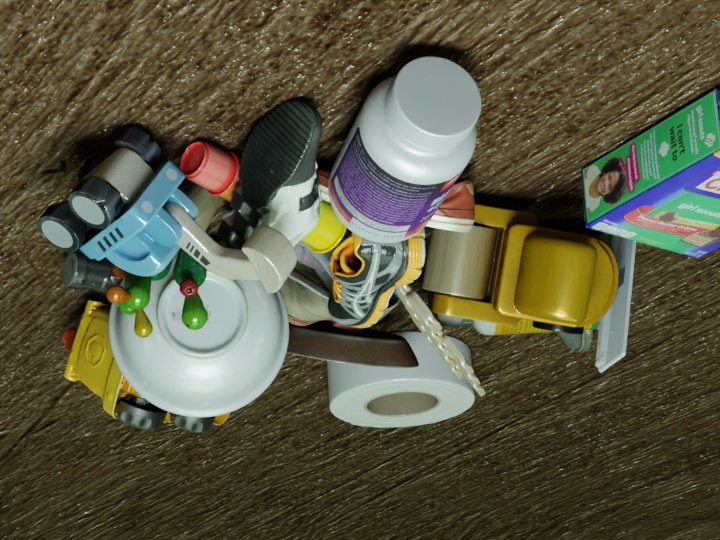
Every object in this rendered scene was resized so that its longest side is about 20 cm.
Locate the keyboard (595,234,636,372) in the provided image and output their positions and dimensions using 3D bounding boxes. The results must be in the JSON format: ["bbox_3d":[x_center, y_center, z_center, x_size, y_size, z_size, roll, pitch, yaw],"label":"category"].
[{"bbox_3d":[0.278,0.010,1.659,0.011,0.200,0.056,20,151,-19],"label":"keyboard"}]

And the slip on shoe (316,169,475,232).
[{"bbox_3d":[0.023,-0.087,1.581,0.199,0.061,0.074,11,-173,-5],"label":"slip on shoe"}]

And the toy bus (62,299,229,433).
[{"bbox_3d":[-0.264,0.105,1.884,0.192,0.136,0.200,21,-175,40],"label":"toy bus"}]

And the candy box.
[{"bbox_3d":[0.355,-0.095,1.579,0.169,0.077,0.200,13,150,-32],"label":"candy box"}]

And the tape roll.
[{"bbox_3d":[0.054,0.152,2.107,0.202,0.071,0.203,-4,157,-2],"label":"tape roll"}]

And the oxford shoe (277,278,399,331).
[{"bbox_3d":[-0.036,0.023,1.813,0.075,0.071,0.200,-26,159,35],"label":"oxford shoe"}]

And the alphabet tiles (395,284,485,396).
[{"bbox_3d":[0.073,0.058,1.765,0.015,0.196,0.200,-37,154,-3],"label":"alphabet tiles"}]

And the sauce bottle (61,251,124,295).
[{"bbox_3d":[-0.241,0.016,1.762,0.200,0.066,0.066,14,151,-35],"label":"sauce bottle"}]

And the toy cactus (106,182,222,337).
[{"bbox_3d":[-0.208,-0.029,1.590,0.165,0.200,0.102,-52,136,6],"label":"toy cactus"}]

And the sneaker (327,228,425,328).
[{"bbox_3d":[0.000,0.000,1.650,0.077,0.078,0.200,6,151,-21],"label":"sneaker"}]

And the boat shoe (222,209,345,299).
[{"bbox_3d":[-0.075,-0.021,1.699,0.074,0.065,0.202,-17,153,28],"label":"boat shoe"}]

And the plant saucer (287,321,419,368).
[{"bbox_3d":[-0.024,0.088,1.910,0.200,0.035,0.200,8,-176,-1],"label":"plant saucer"}]

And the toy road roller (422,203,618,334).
[{"bbox_3d":[0.173,0.000,1.631,0.199,0.123,0.146,9,-178,-5],"label":"toy road roller"}]

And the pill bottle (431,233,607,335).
[{"bbox_3d":[0.183,0.016,1.764,0.199,0.113,0.113,-3,156,-2],"label":"pill bottle"}]

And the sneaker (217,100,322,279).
[{"bbox_3d":[-0.072,-0.081,1.514,0.088,0.074,0.200,-4,133,-41],"label":"sneaker"}]

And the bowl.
[{"bbox_3d":[-0.173,0.054,1.673,0.201,0.202,0.090,0,166,-9],"label":"bowl"}]

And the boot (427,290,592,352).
[{"bbox_3d":[0.182,0.053,1.899,0.199,0.073,0.182,-11,142,1],"label":"boot"}]

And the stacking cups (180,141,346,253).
[{"bbox_3d":[-0.098,-0.082,1.580,0.060,0.061,0.200,-21,146,34],"label":"stacking cups"}]

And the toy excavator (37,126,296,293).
[{"bbox_3d":[-0.179,-0.039,1.487,0.200,0.100,0.194,43,141,-16],"label":"toy excavator"}]

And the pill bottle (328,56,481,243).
[{"bbox_3d":[0.044,-0.114,1.445,0.111,0.112,0.200,3,156,-14],"label":"pill bottle"}]
